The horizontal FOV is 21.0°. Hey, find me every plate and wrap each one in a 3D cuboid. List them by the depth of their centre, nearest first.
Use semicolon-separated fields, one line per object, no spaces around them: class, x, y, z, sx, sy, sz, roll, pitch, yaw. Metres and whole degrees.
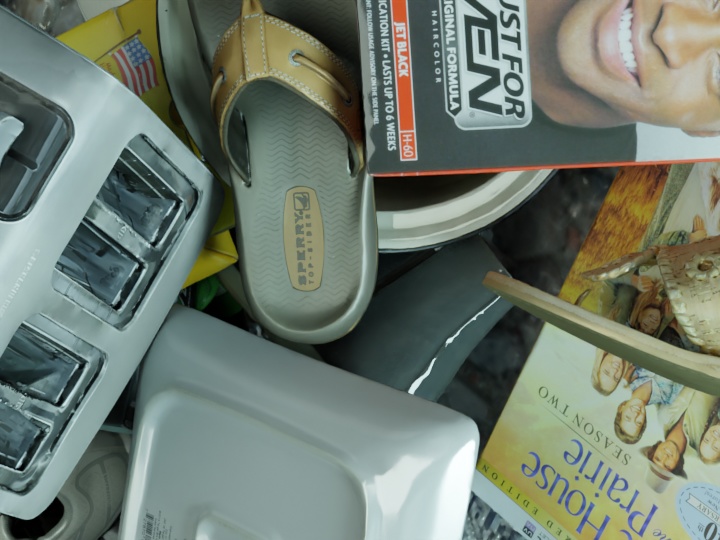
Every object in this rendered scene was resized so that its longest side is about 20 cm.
plate;-0.046;0.133;0.836;0.199;0.032;0.202;19;104;42

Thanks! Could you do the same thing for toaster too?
toaster;-0.163;-0.003;0.811;0.118;0.200;0.182;29;83;17

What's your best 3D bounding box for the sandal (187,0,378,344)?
sandal;-0.035;-0.064;0.807;0.081;0.055;0.202;-1;101;15

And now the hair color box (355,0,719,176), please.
hair color box;0.100;-0.094;0.763;0.198;0.061;0.103;-3;100;11

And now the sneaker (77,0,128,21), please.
sneaker;-0.150;-0.212;1.031;0.076;0.080;0.202;-20;80;38

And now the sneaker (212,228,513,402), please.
sneaker;0.000;0.000;0.927;0.106;0.075;0.200;-43;42;0

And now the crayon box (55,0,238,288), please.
crayon box;-0.144;-0.036;0.926;0.199;0.051;0.128;-24;75;13

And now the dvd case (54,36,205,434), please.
dvd case;-0.144;-0.023;0.988;0.145;0.022;0.202;3;74;36

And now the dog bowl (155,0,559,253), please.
dog bowl;0.015;-0.113;0.851;0.198;0.074;0.202;3;102;14

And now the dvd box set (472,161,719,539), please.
dvd box set;0.139;0.050;0.821;0.146;0.029;0.201;40;116;33

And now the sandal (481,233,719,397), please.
sandal;0.153;0.019;0.754;0.211;0.078;0.070;26;88;28

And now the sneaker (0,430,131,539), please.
sneaker;-0.180;0.157;1.076;0.075;0.081;0.201;47;122;27

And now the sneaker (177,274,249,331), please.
sneaker;-0.104;0.019;1.015;0.200;0.078;0.085;43;107;25
